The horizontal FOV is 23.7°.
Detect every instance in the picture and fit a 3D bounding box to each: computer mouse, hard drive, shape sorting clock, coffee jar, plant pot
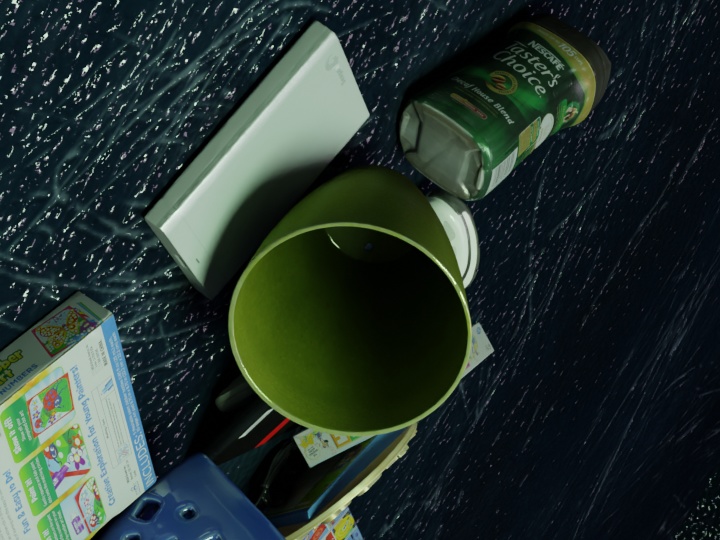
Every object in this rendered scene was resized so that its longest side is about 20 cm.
[{"bbox_3d":[-0.116,0.228,1.615,0.200,0.034,0.059,-47,126,-47],"label":"computer mouse"},{"bbox_3d":[-0.076,-0.083,1.336,0.200,0.026,0.132,-50,155,-11],"label":"hard drive"},{"bbox_3d":[-0.024,0.207,1.655,0.200,0.039,0.200,-41,-173,6],"label":"shape sorting clock"},{"bbox_3d":[0.133,-0.151,1.534,0.200,0.104,0.086,-38,153,-35],"label":"coffee jar"},{"bbox_3d":[0.000,0.000,1.385,0.200,0.186,0.188,-79,-172,-61],"label":"plant pot"},{"bbox_3d":[-0.143,0.303,1.379,0.179,0.200,0.201,-29,144,-30],"label":"plant pot"}]

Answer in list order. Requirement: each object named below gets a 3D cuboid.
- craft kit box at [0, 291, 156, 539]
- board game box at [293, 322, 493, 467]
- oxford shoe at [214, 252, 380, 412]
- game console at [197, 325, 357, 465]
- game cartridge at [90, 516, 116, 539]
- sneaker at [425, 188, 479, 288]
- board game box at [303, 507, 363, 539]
[{"bbox_3d":[-0.247,0.147,1.264,0.197,0.048,0.201,-43,146,-31],"label":"craft kit box"},{"bbox_3d":[0.035,0.116,1.636,0.134,0.034,0.200,-30,180,27],"label":"board game box"},{"bbox_3d":[-0.052,0.052,1.515,0.200,0.058,0.075,-39,176,-2],"label":"oxford shoe"},{"bbox_3d":[-0.049,0.101,1.524,0.176,0.031,0.200,-21,163,-44],"label":"game console"},{"bbox_3d":[-0.222,0.278,1.466,0.200,0.041,0.133,-49,150,-13],"label":"game cartridge"},{"bbox_3d":[0.043,0.022,1.617,0.115,0.075,0.201,-35,150,-41],"label":"sneaker"},{"bbox_3d":[-0.057,0.317,1.843,0.135,0.034,0.200,-47,154,-16],"label":"board game box"}]
